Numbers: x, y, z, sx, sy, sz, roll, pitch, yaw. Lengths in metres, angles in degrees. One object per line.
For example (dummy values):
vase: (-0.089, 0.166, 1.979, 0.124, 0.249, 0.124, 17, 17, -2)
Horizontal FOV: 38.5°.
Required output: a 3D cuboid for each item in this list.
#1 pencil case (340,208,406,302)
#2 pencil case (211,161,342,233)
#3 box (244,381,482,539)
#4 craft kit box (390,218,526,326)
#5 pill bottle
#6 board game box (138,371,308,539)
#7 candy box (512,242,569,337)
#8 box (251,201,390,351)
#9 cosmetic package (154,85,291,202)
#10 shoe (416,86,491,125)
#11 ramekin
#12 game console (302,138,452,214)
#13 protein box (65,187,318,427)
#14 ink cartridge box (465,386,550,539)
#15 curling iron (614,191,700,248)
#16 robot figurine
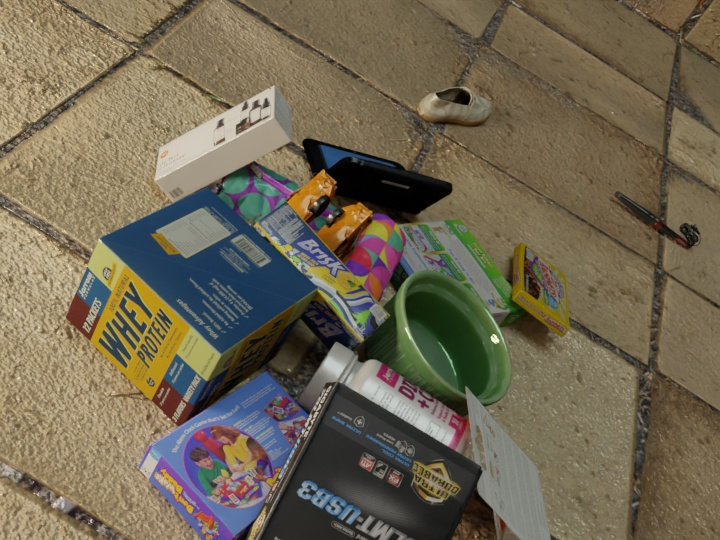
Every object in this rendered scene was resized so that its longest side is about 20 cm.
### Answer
pencil case: (0.000, 0.000, 1.459, 0.088, 0.089, 0.201, 30, 40, -5)
pencil case: (-0.111, -0.093, 1.480, 0.199, 0.092, 0.085, 29, 54, -7)
box: (0.005, 0.253, 1.102, 0.199, 0.050, 0.199, 33, 73, -13)
craft kit box: (0.132, 0.008, 1.595, 0.196, 0.049, 0.201, -8, 53, -39)
pill bottle: (0.027, 0.181, 1.256, 0.199, 0.114, 0.114, 33, 36, 0)
board game box: (-0.131, 0.211, 1.161, 0.134, 0.045, 0.200, 44, 38, 13)
candy box: (0.292, 0.028, 1.668, 0.102, 0.026, 0.200, 39, 24, -9)
box: (-0.060, 0.015, 1.309, 0.200, 0.070, 0.064, 48, 50, 3)
cosmetic package: (-0.191, -0.176, 1.434, 0.051, 0.199, 0.083, 52, 21, -35)
shoe: (0.194, -0.323, 2.007, 0.199, 0.054, 0.070, -11, 55, -44)
ramekin: (0.099, 0.109, 1.378, 0.199, 0.098, 0.201, 29, 40, -28)
game console: (0.026, -0.171, 1.662, 0.199, 0.176, 0.117, 11, 70, -26)
protein box: (-0.199, 0.037, 1.231, 0.198, 0.135, 0.200, 41, 37, 10)
ink cartridge box: (0.166, 0.262, 1.252, 0.200, 0.057, 0.163, 44, 28, -33)
curling iron: (0.600, -0.106, 2.086, 0.199, 0.026, 0.050, 28, 73, -2)
robot figurine: (-0.082, -0.032, 1.395, 0.145, 0.058, 0.200, 42, 79, 15)
